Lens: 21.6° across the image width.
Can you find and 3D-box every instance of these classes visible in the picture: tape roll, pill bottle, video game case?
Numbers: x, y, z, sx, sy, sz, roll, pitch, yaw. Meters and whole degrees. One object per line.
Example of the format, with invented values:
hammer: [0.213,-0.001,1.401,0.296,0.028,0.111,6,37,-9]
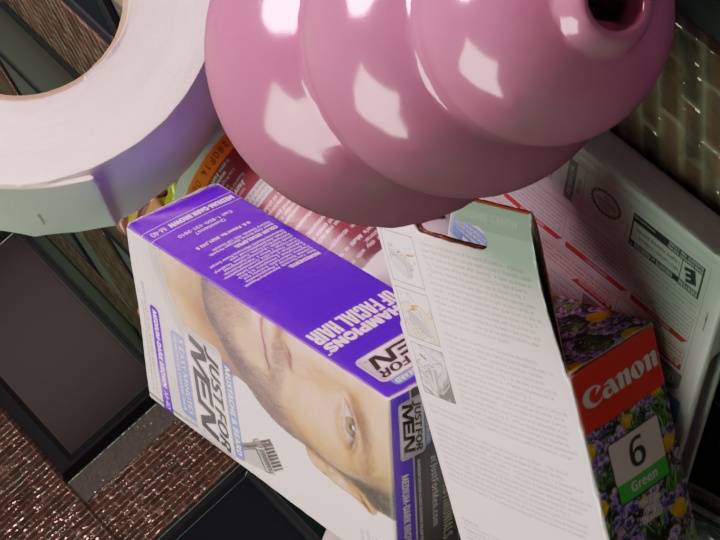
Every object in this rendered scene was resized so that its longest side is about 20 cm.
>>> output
tape roll: [-0.167,-0.122,0.981,0.202,0.202,0.071,45,168,16]
pill bottle: [0.000,0.000,0.993,0.200,0.110,0.110,42,168,31]
video game case: [0.088,0.022,0.786,0.143,0.018,0.200,42,147,29]

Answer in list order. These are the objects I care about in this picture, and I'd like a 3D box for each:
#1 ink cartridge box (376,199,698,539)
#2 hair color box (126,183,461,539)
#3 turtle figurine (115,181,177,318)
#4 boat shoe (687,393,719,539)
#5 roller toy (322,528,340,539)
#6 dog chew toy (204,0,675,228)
ink cartridge box: [0.073,0.049,0.766,0.109,0.050,0.201,18,130,52]
hair color box: [-0.028,0.049,0.907,0.200,0.065,0.110,29,135,40]
turtle figurine: [-0.132,-0.045,1.236,0.161,0.064,0.201,44,143,49]
boat shoe: [0.137,0.069,0.846,0.200,0.072,0.071,40,144,35]
roller toy: [0.052,0.225,1.171,0.139,0.200,0.183,7,121,16]
dog chew toy: [0.028,-0.077,0.611,0.125,0.125,0.200,51,161,-16]
